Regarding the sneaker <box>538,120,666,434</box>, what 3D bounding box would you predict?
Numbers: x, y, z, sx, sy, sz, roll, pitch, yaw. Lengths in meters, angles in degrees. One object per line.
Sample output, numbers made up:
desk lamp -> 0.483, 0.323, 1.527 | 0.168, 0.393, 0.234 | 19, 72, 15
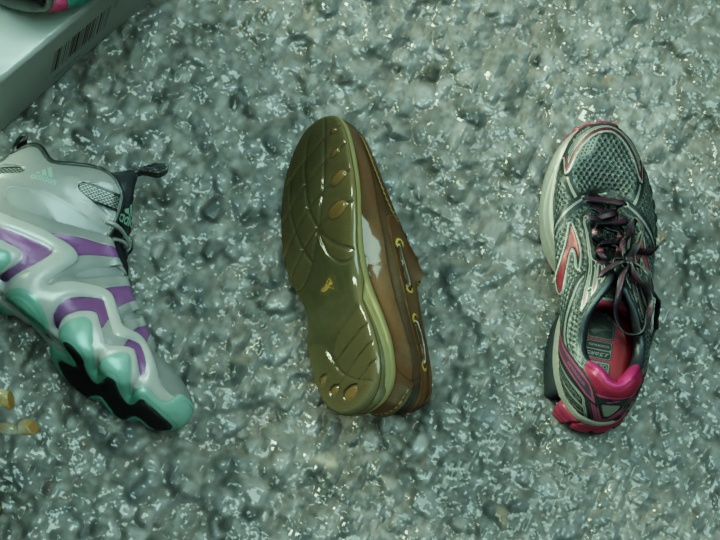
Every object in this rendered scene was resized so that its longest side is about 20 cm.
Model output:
sneaker -> 0.160, -0.001, 1.725 | 0.080, 0.075, 0.201 | 3, 72, -10

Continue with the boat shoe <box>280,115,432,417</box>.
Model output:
boat shoe -> 0.000, 0.000, 1.705 | 0.067, 0.072, 0.201 | 12, 58, -42

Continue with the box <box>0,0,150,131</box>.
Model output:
box -> -0.244, -0.213, 1.698 | 0.152, 0.106, 0.200 | -42, 85, -19

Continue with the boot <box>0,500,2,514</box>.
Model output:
boot -> -0.297, 0.075, 1.595 | 0.199, 0.064, 0.187 | 13, 106, -3

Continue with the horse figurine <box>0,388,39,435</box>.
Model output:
horse figurine -> -0.263, 0.043, 1.516 | 0.132, 0.201, 0.050 | -3, 38, 15

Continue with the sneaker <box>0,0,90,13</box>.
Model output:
sneaker -> -0.219, -0.229, 1.611 | 0.121, 0.084, 0.200 | -39, 86, -28

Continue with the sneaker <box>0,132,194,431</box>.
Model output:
sneaker -> -0.153, -0.007, 1.667 | 0.200, 0.078, 0.140 | 40, 68, -1
